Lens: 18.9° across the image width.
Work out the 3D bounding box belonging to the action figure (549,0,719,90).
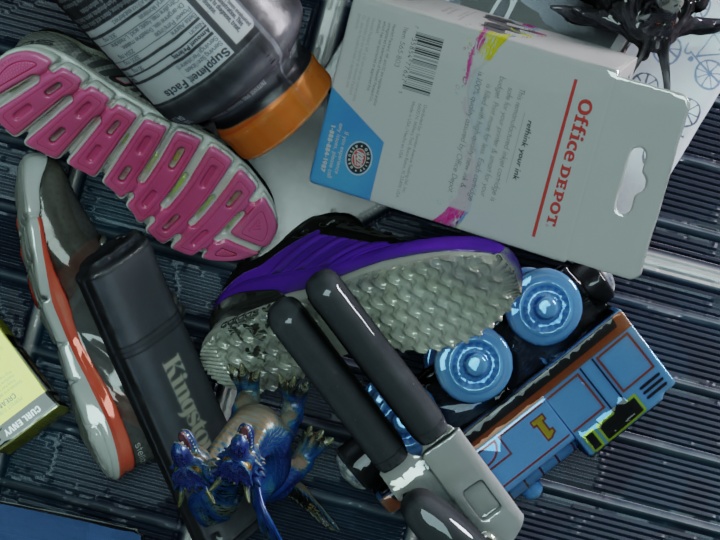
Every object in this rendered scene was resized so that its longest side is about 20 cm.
[{"bbox_3d":[0.171,-0.205,1.252,0.119,0.102,0.200,2,81,-9],"label":"action figure"}]

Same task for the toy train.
[{"bbox_3d":[0.084,0.080,1.285,0.200,0.087,0.114,-39,93,-3],"label":"toy train"}]

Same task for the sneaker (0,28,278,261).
[{"bbox_3d":[-0.132,-0.082,1.298,0.200,0.087,0.074,32,114,-19],"label":"sneaker"}]

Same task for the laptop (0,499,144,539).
[{"bbox_3d":[-0.231,0.227,1.253,0.187,0.116,0.200,12,86,1],"label":"laptop"}]

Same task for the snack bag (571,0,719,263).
[{"bbox_3d":[0.115,-0.126,1.330,0.200,0.021,0.189,33,87,2],"label":"snack bag"}]

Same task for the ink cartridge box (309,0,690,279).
[{"bbox_3d":[0.084,-0.081,1.242,0.200,0.068,0.115,18,108,12],"label":"ink cartridge box"}]

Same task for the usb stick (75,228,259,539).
[{"bbox_3d":[-0.109,0.073,1.256,0.033,0.055,0.200,-5,115,39],"label":"usb stick"}]

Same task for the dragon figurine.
[{"bbox_3d":[-0.061,0.122,1.227,0.059,0.200,0.100,14,58,16],"label":"dragon figurine"}]

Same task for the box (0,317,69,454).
[{"bbox_3d":[-0.253,0.017,1.290,0.050,0.075,0.200,-37,86,-5],"label":"box"}]

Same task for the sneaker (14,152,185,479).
[{"bbox_3d":[-0.150,0.020,1.298,0.082,0.077,0.200,-19,97,-12],"label":"sneaker"}]

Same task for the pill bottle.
[{"bbox_3d":[-0.105,-0.156,1.224,0.106,0.106,0.200,-44,109,-3],"label":"pill bottle"}]

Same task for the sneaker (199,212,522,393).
[{"bbox_3d":[0.000,0.000,1.269,0.200,0.100,0.070,-14,130,22],"label":"sneaker"}]

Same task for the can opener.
[{"bbox_3d":[0.024,0.092,1.205,0.053,0.067,0.200,-35,107,4],"label":"can opener"}]

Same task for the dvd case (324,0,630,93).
[{"bbox_3d":[0.089,-0.159,1.312,0.150,0.025,0.200,31,86,7],"label":"dvd case"}]
